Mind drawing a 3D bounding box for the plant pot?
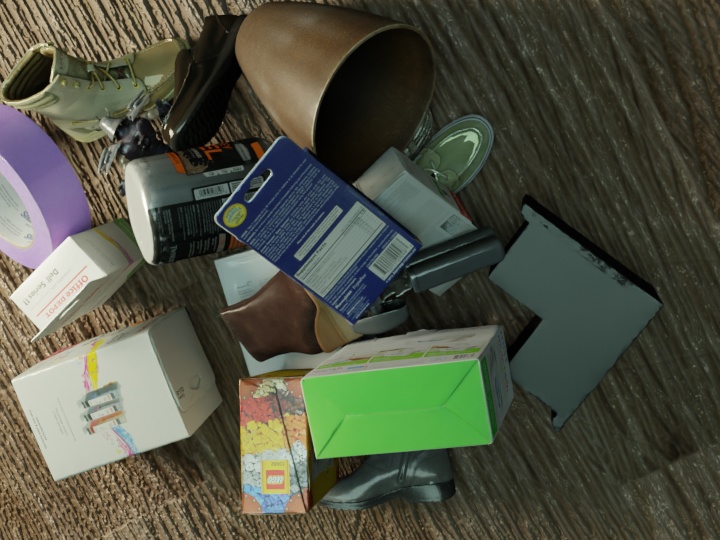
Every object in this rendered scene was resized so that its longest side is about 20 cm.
[{"bbox_3d":[-0.047,-0.230,1.069,0.200,0.186,0.188,38,106,32],"label":"plant pot"}]

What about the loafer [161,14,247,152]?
[{"bbox_3d":[-0.193,-0.227,1.118,0.071,0.073,0.201,17,64,12],"label":"loafer"}]

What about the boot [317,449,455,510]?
[{"bbox_3d":[0.024,0.237,1.218,0.198,0.070,0.133,-8,93,3],"label":"boot"}]

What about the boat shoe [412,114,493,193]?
[{"bbox_3d":[0.085,-0.108,1.134,0.072,0.062,0.200,44,104,-2],"label":"boat shoe"}]

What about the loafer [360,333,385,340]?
[{"bbox_3d":[0.000,0.000,1.155,0.063,0.072,0.201,-32,118,-20],"label":"loafer"}]

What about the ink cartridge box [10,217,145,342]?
[{"bbox_3d":[-0.348,0.007,1.150,0.117,0.200,0.067,-42,93,13],"label":"ink cartridge box"}]

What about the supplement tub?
[{"bbox_3d":[-0.161,-0.084,1.074,0.199,0.122,0.123,-14,101,-23],"label":"supplement tub"}]

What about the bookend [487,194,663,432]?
[{"bbox_3d":[0.222,0.050,1.130,0.198,0.092,0.201,36,105,2],"label":"bookend"}]

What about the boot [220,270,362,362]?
[{"bbox_3d":[-0.103,0.036,1.116,0.165,0.073,0.200,-14,130,24],"label":"boot"}]

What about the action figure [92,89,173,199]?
[{"bbox_3d":[-0.238,-0.135,1.142,0.199,0.069,0.131,30,89,-23],"label":"action figure"}]

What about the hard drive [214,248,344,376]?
[{"bbox_3d":[-0.099,0.064,1.214,0.131,0.025,0.201,-15,98,11],"label":"hard drive"}]

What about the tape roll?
[{"bbox_3d":[-0.428,-0.102,1.153,0.199,0.066,0.201,26,140,25],"label":"tape roll"}]

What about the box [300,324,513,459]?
[{"bbox_3d":[0.059,0.131,1.049,0.199,0.176,0.097,-9,95,17],"label":"box"}]

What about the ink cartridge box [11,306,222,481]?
[{"bbox_3d":[-0.307,0.155,1.202,0.199,0.145,0.146,-19,98,11],"label":"ink cartridge box"}]

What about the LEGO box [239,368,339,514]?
[{"bbox_3d":[-0.080,0.196,1.107,0.077,0.200,0.150,-2,86,8],"label":"LEGO box"}]

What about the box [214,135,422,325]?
[{"bbox_3d":[-0.045,-0.044,0.999,0.200,0.032,0.121,38,101,-22],"label":"box"}]

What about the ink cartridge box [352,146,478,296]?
[{"bbox_3d":[0.066,-0.052,1.099,0.109,0.051,0.200,-41,136,19],"label":"ink cartridge box"}]

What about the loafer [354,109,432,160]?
[{"bbox_3d":[0.006,-0.132,1.141,0.200,0.063,0.072,-38,94,13],"label":"loafer"}]

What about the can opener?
[{"bbox_3d":[0.074,0.015,1.085,0.199,0.053,0.067,-21,122,1],"label":"can opener"}]

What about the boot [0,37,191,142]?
[{"bbox_3d":[-0.313,-0.235,1.118,0.199,0.155,0.072,-28,72,14],"label":"boot"}]
